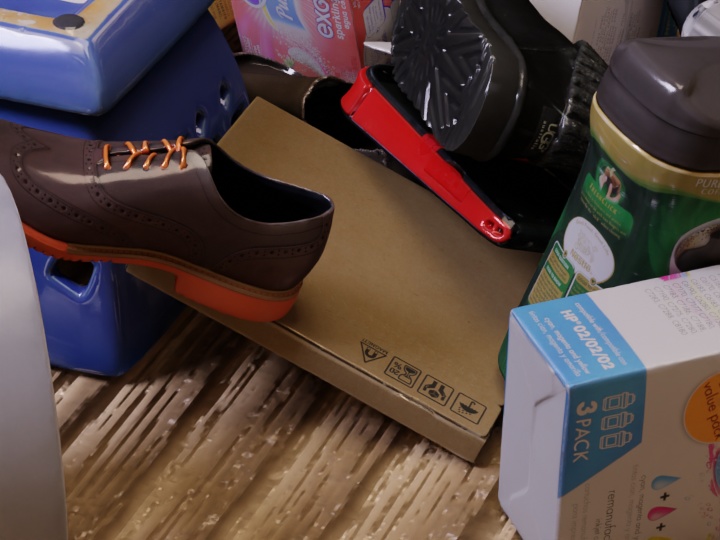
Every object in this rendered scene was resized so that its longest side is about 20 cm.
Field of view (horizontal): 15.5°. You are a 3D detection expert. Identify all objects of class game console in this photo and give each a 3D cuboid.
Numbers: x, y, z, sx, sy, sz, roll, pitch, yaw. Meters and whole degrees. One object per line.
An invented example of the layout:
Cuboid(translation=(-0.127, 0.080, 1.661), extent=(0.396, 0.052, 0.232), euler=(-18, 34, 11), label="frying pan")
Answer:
Cuboid(translation=(0.101, -0.049, 1.434), extent=(0.199, 0.031, 0.177), euler=(7, 30, -39), label="game console")

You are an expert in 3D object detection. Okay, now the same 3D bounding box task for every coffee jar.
Cuboid(translation=(0.143, -0.019, 1.279), extent=(0.104, 0.201, 0.085), euler=(-5, 38, -34), label="coffee jar")

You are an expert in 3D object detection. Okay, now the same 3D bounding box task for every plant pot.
Cuboid(translation=(-0.173, -0.085, 1.404), extent=(0.199, 0.180, 0.200), euler=(13, 34, 17), label="plant pot")

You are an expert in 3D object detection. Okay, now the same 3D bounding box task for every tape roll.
Cuboid(translation=(-0.177, 0.059, 1.159), extent=(0.066, 0.201, 0.200), euler=(-8, 34, -13), label="tape roll")

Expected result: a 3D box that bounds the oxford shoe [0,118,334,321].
Cuboid(translation=(-0.107, -0.043, 1.256), extent=(0.199, 0.073, 0.071), euler=(18, 36, -23), label="oxford shoe")

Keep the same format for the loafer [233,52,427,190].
Cuboid(translation=(-0.020, -0.084, 1.507), extent=(0.073, 0.072, 0.200), euler=(-23, 41, -34), label="loafer")

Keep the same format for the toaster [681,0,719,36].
Cuboid(translation=(0.266, -0.100, 1.509), extent=(0.199, 0.114, 0.129), euler=(-14, 32, -20), label="toaster")

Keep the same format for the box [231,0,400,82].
Cuboid(translation=(-0.017, -0.194, 1.545), extent=(0.094, 0.200, 0.103), euler=(20, 54, 27), label="box")

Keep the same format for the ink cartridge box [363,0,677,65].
Cuboid(translation=(0.099, -0.150, 1.554), extent=(0.116, 0.068, 0.200), euler=(19, 14, 25), label="ink cartridge box")

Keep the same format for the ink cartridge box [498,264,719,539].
Cuboid(translation=(0.170, 0.062, 1.246), extent=(0.199, 0.116, 0.068), euler=(-12, 36, -19), label="ink cartridge box")

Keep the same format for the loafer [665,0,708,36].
Cuboid(translation=(0.204, -0.187, 1.554), extent=(0.068, 0.201, 0.070), euler=(-26, 38, -4), label="loafer")

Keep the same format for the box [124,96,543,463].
Cuboid(translation=(0.000, 0.000, 1.363), extent=(0.199, 0.021, 0.164), euler=(29, 38, 5), label="box")

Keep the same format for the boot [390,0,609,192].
Cuboid(translation=(0.106, -0.098, 1.403), extent=(0.157, 0.080, 0.211), euler=(15, 30, -21), label="boot")

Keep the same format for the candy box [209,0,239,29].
Cuboid(translation=(-0.098, -0.187, 1.642), extent=(0.116, 0.057, 0.200), euler=(-7, 20, 41), label="candy box")
